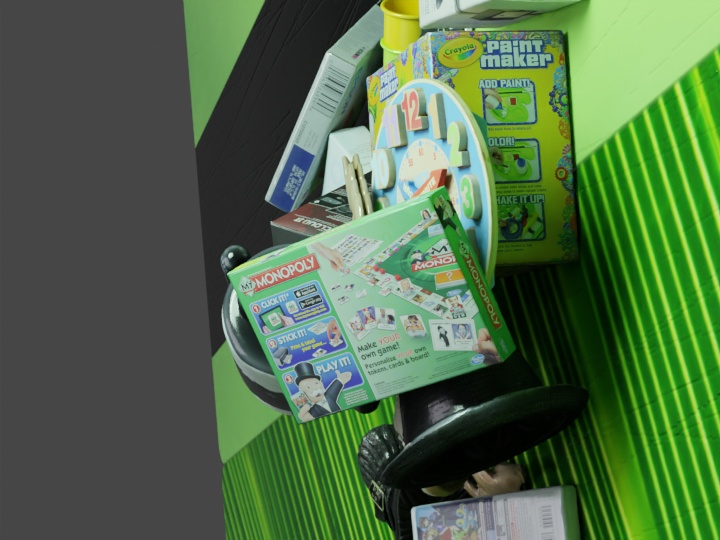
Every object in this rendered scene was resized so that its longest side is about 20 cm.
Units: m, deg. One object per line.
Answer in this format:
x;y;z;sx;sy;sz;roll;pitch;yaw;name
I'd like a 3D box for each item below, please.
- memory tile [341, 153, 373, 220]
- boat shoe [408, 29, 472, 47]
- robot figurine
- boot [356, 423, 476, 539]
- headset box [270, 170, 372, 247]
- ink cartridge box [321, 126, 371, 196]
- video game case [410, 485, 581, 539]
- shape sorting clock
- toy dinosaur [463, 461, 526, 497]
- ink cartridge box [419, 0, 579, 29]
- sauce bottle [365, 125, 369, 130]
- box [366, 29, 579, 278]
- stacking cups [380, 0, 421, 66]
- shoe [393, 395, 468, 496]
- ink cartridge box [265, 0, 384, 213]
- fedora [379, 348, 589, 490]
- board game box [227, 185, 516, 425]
0.006;-0.010;1.431;0.200;0.017;0.154;-101;2;-74;memory tile
0.074;-0.192;1.627;0.076;0.060;0.201;126;139;-67;boat shoe
-0.052;0.050;1.460;0.200;0.124;0.151;82;-179;-69;robot figurine
0.052;0.204;1.731;0.158;0.079;0.212;-109;22;-47;boot
0.000;0.000;1.623;0.077;0.200;0.150;18;125;40;headset box
0.023;-0.028;1.770;0.200;0.047;0.161;55;149;37;ink cartridge box
0.121;0.293;1.444;0.182;0.023;0.202;-16;75;45;video game case
0.052;-0.049;1.322;0.200;0.039;0.202;178;90;-66;shape sorting clock
0.125;0.189;1.541;0.102;0.058;0.200;63;156;23;toy dinosaur
0.113;-0.286;1.418;0.200;0.083;0.147;-176;84;-75;ink cartridge box
-0.003;-0.099;1.923;0.200;0.064;0.065;115;149;-63;sauce bottle
0.091;-0.092;1.459;0.200;0.121;0.194;165;101;-75;box
0.050;-0.178;1.745;0.061;0.060;0.201;-119;25;-59;stacking cups
0.066;0.127;1.523;0.053;0.070;0.201;-37;30;34;shoe
-0.021;-0.183;1.850;0.200;0.043;0.197;-51;-12;-56;ink cartridge box
0.087;0.103;1.364;0.201;0.199;0.092;121;130;-64;fedora
0.006;0.030;1.290;0.199;0.029;0.135;-19;98;34;board game box
